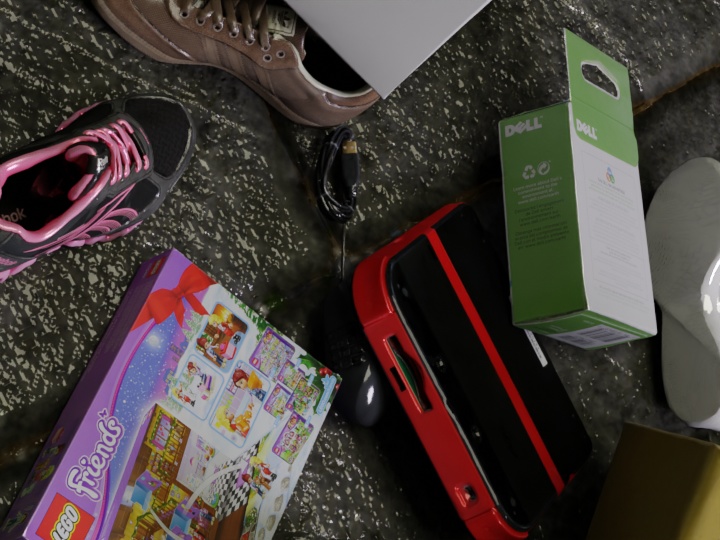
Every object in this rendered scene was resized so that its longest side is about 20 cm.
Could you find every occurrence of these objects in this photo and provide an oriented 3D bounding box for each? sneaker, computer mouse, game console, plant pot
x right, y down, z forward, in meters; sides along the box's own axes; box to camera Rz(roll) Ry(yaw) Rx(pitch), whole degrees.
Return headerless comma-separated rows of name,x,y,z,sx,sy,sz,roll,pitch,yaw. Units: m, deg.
sneaker,0.259,0.020,1.358,0.088,0.075,0.200,15,72,-48
computer mouse,0.000,0.000,1.163,0.059,0.034,0.200,22,58,-56
sneaker,-0.069,-0.155,1.144,0.200,0.075,0.071,24,61,-31
game console,0.074,0.065,1.188,0.200,0.031,0.177,63,28,-5
plant pot,0.231,0.230,1.156,0.195,0.194,0.200,27,86,-6
sneaker,-0.155,-0.052,1.030,0.200,0.095,0.079,-35,96,-41

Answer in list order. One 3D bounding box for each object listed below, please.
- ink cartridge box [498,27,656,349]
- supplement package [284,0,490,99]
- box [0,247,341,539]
ink cartridge box,0.147,-0.053,1.274,0.104,0.059,0.200,18,64,-53
supplement package,0.033,-0.216,1.162,0.121,0.120,0.200,45,27,-8
box,-0.104,0.106,1.051,0.137,0.039,0.200,40,55,-22
